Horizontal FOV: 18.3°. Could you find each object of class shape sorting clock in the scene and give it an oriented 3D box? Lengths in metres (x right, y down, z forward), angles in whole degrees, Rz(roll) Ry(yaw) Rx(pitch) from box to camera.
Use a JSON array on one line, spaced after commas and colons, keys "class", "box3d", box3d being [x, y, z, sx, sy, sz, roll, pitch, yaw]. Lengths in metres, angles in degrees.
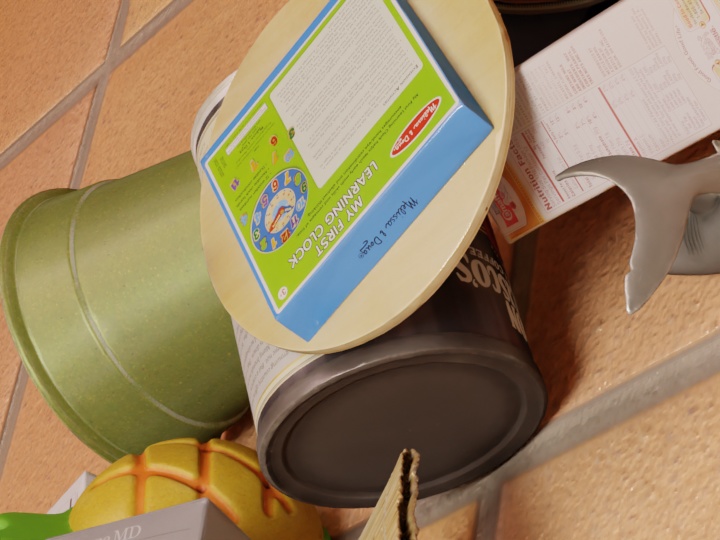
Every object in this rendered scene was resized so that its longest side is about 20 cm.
[{"class": "shape sorting clock", "box3d": [-0.004, -0.057, 1.055, 0.200, 0.039, 0.200, -25, 54, 39]}]

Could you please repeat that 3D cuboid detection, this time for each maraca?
[{"class": "maraca", "box3d": [-0.109, 0.148, 1.220, 0.137, 0.200, 0.107, 17, 106, 52]}]

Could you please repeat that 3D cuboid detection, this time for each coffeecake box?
[{"class": "coffeecake box", "box3d": [0.156, -0.103, 1.025, 0.153, 0.073, 0.200, -32, 2, -41]}]

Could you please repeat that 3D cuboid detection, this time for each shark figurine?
[{"class": "shark figurine", "box3d": [0.170, -0.015, 0.969, 0.128, 0.214, 0.090, -21, 81, 12]}]

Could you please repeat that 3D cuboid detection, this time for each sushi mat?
[{"class": "sushi mat", "box3d": [-0.018, 0.183, 1.056, 0.096, 0.012, 0.200, -85, 19, -63]}]

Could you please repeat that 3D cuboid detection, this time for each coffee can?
[{"class": "coffee can", "box3d": [0.000, 0.000, 1.150, 0.146, 0.146, 0.200, -42, 48, 35]}]

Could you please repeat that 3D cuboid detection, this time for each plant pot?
[{"class": "plant pot", "box3d": [-0.081, -0.001, 1.355, 0.190, 0.200, 0.200, -29, 38, 28]}]

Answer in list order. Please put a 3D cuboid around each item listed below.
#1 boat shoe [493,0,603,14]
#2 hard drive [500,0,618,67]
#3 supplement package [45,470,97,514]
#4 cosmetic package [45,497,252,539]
[{"class": "boat shoe", "box3d": [0.139, -0.182, 1.096, 0.068, 0.200, 0.072, 72, -178, -78]}, {"class": "hard drive", "box3d": [0.118, -0.153, 1.195, 0.200, 0.042, 0.135, -61, -13, -10]}, {"class": "supplement package", "box3d": [-0.176, 0.238, 1.337, 0.200, 0.109, 0.114, -47, 29, 27]}, {"class": "cosmetic package", "box3d": [-0.105, 0.216, 1.041, 0.107, 0.090, 0.200, -18, 46, 26]}]
